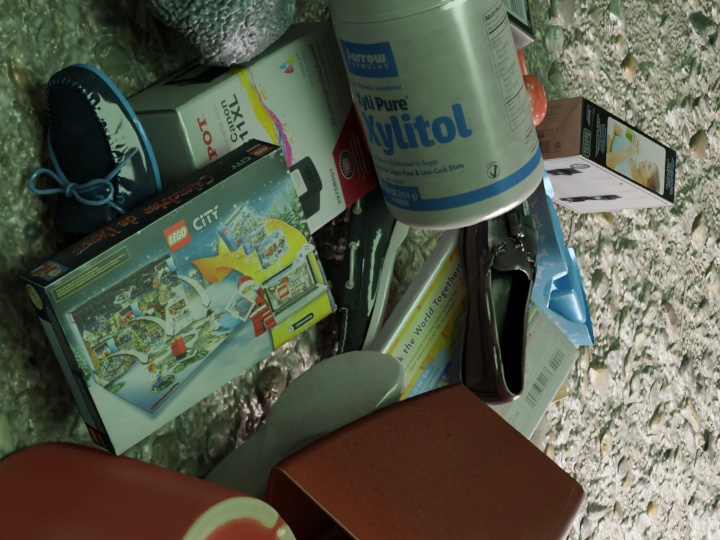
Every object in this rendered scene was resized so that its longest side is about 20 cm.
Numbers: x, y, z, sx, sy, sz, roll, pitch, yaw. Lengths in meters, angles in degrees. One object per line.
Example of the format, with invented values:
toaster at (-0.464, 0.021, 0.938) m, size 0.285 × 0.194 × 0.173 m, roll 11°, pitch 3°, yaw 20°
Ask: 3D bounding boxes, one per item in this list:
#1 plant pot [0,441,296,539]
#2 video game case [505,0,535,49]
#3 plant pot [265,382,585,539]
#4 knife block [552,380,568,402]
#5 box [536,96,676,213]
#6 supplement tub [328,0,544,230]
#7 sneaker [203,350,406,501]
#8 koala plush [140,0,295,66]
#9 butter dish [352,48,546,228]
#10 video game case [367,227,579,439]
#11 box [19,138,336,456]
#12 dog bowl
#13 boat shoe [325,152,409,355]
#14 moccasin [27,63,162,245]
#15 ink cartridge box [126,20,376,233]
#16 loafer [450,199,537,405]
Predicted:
plant pot at (-0.146, 0.214, 1.074) m, size 0.200 × 0.177 × 0.201 m, roll 3°, pitch 86°, yaw -53°
video game case at (0.072, -0.303, 1.370) m, size 0.200 × 0.025 × 0.181 m, roll 26°, pitch 50°, yaw -44°
plant pot at (0.055, 0.208, 1.228) m, size 0.176 × 0.200 × 0.200 m, roll -38°, pitch 157°, yaw -31°
knife block at (0.094, 0.100, 1.506) m, size 0.200 × 0.175 × 0.064 m, roll -122°, pitch -163°, yaw -71°
box at (0.221, -0.112, 1.623) m, size 0.200 × 0.116 × 0.060 m, roll 19°, pitch 72°, yaw -50°
supplement tub at (0.059, -0.145, 1.244) m, size 0.132 × 0.132 × 0.201 m, roll -45°, pitch 126°, yaw -43°
sneaker at (-0.040, 0.146, 1.275) m, size 0.200 × 0.075 × 0.089 m, roll -40°, pitch 138°, yaw -10°
koala plush at (-0.063, -0.260, 1.142) m, size 0.177 × 0.200 × 0.184 m, roll -5°, pitch 74°, yaw -53°
butter dish at (0.095, -0.144, 1.427) m, size 0.200 × 0.147 × 0.200 m, roll -22°, pitch 107°, yaw -52°
video game case at (0.085, 0.093, 1.382) m, size 0.182 × 0.023 × 0.200 m, roll 46°, pitch 67°, yaw -28°
box at (-0.120, 0.016, 1.117) m, size 0.200 × 0.038 × 0.137 m, roll -33°, pitch 120°, yaw -27°
dog bowl at (0.181, -0.006, 1.580) m, size 0.112 × 0.049 × 0.200 m, roll -91°, pitch 163°, yaw -47°
boat shoe at (0.000, 0.000, 1.368) m, size 0.076 × 0.060 × 0.201 m, roll -74°, pitch 179°, yaw -88°
moccasin at (-0.176, -0.041, 1.121) m, size 0.068 × 0.080 × 0.201 m, roll -36°, pitch 117°, yaw -42°
ink cartridge box at (-0.088, -0.088, 1.235) m, size 0.200 × 0.083 × 0.146 m, roll -39°, pitch 120°, yaw -47°
loafer at (0.122, 0.014, 1.352) m, size 0.072 × 0.063 × 0.201 m, roll 8°, pitch 87°, yaw -34°
